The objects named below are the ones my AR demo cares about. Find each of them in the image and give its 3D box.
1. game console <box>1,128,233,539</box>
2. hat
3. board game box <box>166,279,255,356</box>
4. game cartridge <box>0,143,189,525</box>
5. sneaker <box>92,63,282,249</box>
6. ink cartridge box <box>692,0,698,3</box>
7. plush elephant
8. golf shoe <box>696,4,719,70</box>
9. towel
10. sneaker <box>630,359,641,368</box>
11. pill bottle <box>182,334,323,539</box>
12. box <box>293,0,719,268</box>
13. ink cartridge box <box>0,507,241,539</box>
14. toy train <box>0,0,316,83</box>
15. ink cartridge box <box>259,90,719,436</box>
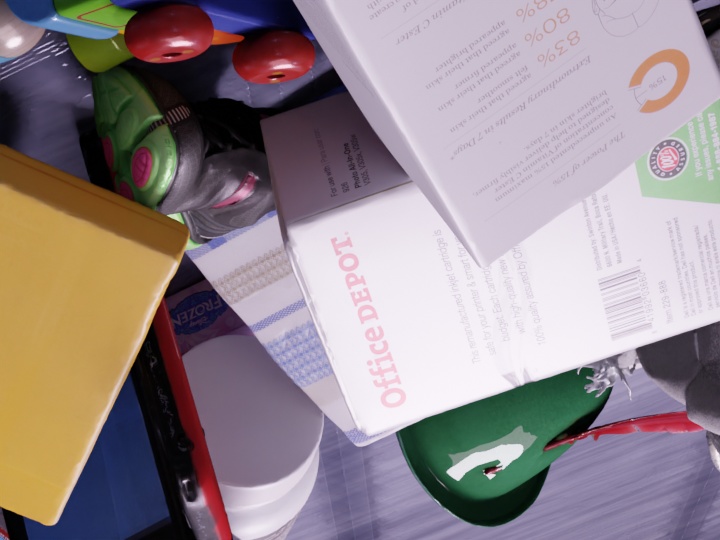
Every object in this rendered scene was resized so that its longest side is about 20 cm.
[{"bbox_3d":[-0.145,0.060,0.991,0.118,0.201,0.173,-17,158,-5],"label":"game console"},{"bbox_3d":[0.143,0.065,1.242,0.175,0.167,0.200,-15,-179,38],"label":"hat"},{"bbox_3d":[-0.115,0.078,1.271,0.199,0.041,0.200,-26,157,15],"label":"board game box"},{"bbox_3d":[-0.189,0.018,0.898,0.175,0.033,0.200,24,130,-8],"label":"game cartridge"},{"bbox_3d":[-0.074,-0.059,0.925,0.083,0.077,0.200,-18,175,2],"label":"sneaker"},{"bbox_3d":[0.138,-0.171,0.920,0.199,0.050,0.162,-25,165,-37],"label":"ink cartridge box"},{"bbox_3d":[0.248,0.044,1.193,0.154,0.166,0.200,3,168,-37],"label":"plush elephant"},{"bbox_3d":[0.164,-0.100,1.005,0.199,0.078,0.094,-21,174,12],"label":"golf shoe"},{"bbox_3d":[0.000,0.000,1.061,0.146,0.024,0.200,-29,116,23],"label":"towel"},{"bbox_3d":[0.144,0.058,1.414,0.199,0.074,0.116,-12,161,6],"label":"sneaker"},{"bbox_3d":[-0.088,0.124,1.194,0.113,0.114,0.200,-11,156,-20],"label":"pill bottle"},{"bbox_3d":[0.040,-0.118,0.743,0.124,0.098,0.200,-35,137,-2],"label":"box"},{"bbox_3d":[-0.158,0.174,1.142,0.084,0.200,0.176,-50,171,-29],"label":"ink cartridge box"},{"bbox_3d":[-0.072,-0.112,0.828,0.115,0.085,0.200,-13,171,31],"label":"toy train"},{"bbox_3d":[0.068,-0.026,0.903,0.199,0.084,0.146,-18,133,1],"label":"ink cartridge box"}]
